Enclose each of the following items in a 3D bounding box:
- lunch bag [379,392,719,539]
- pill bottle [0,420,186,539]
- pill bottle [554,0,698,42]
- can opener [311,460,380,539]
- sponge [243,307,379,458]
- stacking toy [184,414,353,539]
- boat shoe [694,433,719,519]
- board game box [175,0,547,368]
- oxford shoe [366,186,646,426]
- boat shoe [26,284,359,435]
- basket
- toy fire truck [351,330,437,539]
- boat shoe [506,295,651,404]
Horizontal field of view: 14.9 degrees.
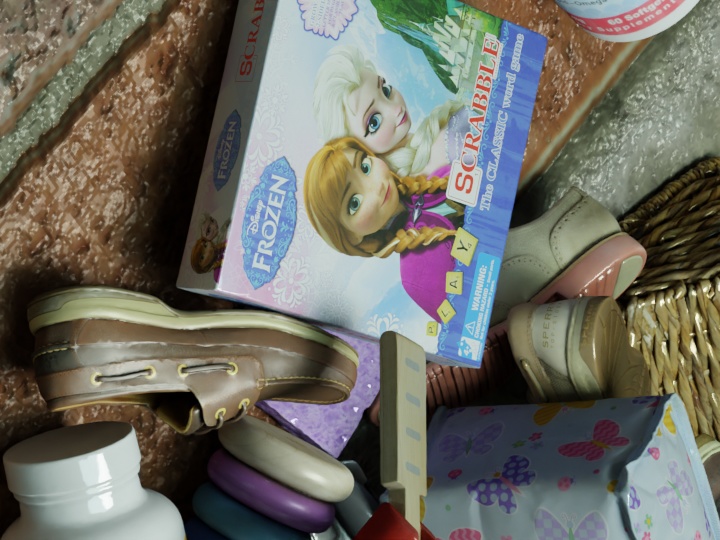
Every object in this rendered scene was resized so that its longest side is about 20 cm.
[{"bbox_3d":[0.129,0.181,1.643,0.127,0.169,0.201,-51,127,-49],"label":"lunch bag"},{"bbox_3d":[-0.138,0.188,1.498,0.104,0.104,0.202,-20,105,-38],"label":"pill bottle"},{"bbox_3d":[0.120,-0.225,1.596,0.200,0.108,0.109,38,79,-45],"label":"pill bottle"},{"bbox_3d":[0.019,0.205,1.667,0.053,0.067,0.201,-31,109,-7],"label":"can opener"},{"bbox_3d":[0.000,0.000,1.626,0.111,0.030,0.201,40,77,-44],"label":"sponge"},{"bbox_3d":[-0.082,0.188,1.588,0.085,0.085,0.201,25,92,-46],"label":"stacking toy"},{"bbox_3d":[0.228,0.191,1.777,0.073,0.065,0.201,-38,143,-21],"label":"boat shoe"},{"bbox_3d":[0.005,-0.064,1.551,0.199,0.041,0.202,16,82,-38],"label":"board game box"},{"bbox_3d":[0.077,0.024,1.695,0.199,0.074,0.071,-32,156,-13],"label":"oxford shoe"},{"bbox_3d":[-0.091,0.058,1.502,0.199,0.072,0.068,10,69,-32],"label":"boat shoe"},{"bbox_3d":[0.212,0.054,1.831,0.142,0.149,0.201,-17,123,-1],"label":"basket"},{"bbox_3d":[0.011,0.152,1.512,0.200,0.129,0.176,-51,164,6],"label":"toy fire truck"},{"bbox_3d":[0.135,0.072,1.689,0.200,0.064,0.072,66,33,-54],"label":"boat shoe"}]
